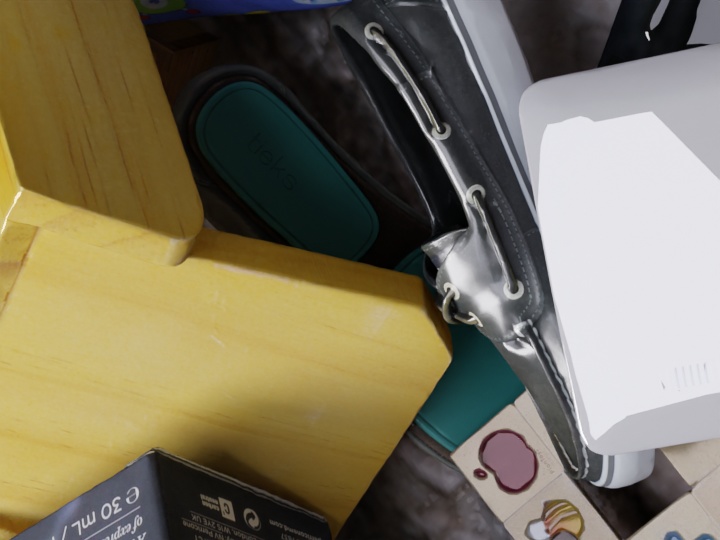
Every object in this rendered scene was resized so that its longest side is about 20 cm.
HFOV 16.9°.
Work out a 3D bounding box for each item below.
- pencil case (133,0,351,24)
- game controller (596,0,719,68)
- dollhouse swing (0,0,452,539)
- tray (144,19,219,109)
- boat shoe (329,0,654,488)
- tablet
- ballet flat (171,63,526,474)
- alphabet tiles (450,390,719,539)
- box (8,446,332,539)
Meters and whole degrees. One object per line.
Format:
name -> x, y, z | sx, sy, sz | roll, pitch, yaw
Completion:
pencil case -> -0.052, -0.137, 0.918 | 0.199, 0.087, 0.078 | -3, 62, 27
game controller -> 0.173, -0.045, 0.836 | 0.199, 0.042, 0.105 | 26, 101, 21
dollhouse swing -> -0.088, -0.002, 0.929 | 0.200, 0.175, 0.182 | -60, 40, 44
tray -> -0.135, -0.031, 1.046 | 0.098, 0.037, 0.201 | 32, 118, 22
boat shoe -> 0.046, -0.012, 0.859 | 0.069, 0.056, 0.201 | 171, 78, -78
tablet -> 0.159, -0.017, 0.799 | 0.199, 0.014, 0.131 | -11, 91, 14
ballet flat -> 0.000, 0.000, 0.950 | 0.200, 0.067, 0.064 | 48, 168, -8
alphabet tiles -> 0.153, 0.096, 0.880 | 0.167, 0.008, 0.200 | -41, 80, 18
box -> -0.079, 0.195, 0.886 | 0.148, 0.107, 0.201 | -32, 53, 26
